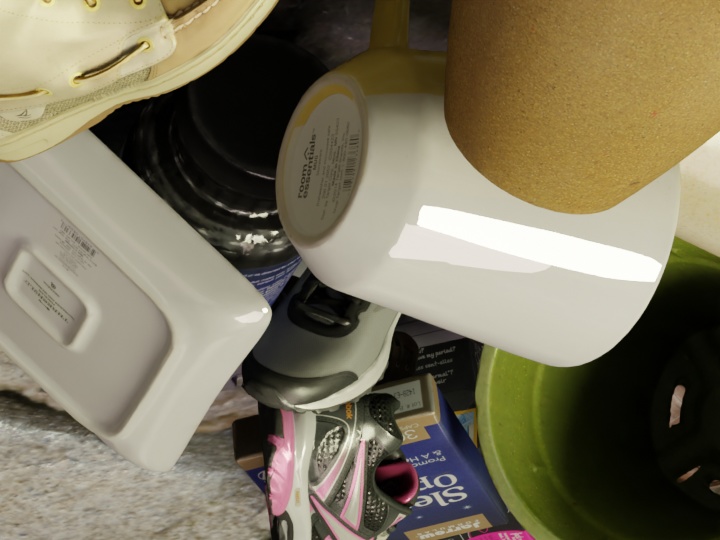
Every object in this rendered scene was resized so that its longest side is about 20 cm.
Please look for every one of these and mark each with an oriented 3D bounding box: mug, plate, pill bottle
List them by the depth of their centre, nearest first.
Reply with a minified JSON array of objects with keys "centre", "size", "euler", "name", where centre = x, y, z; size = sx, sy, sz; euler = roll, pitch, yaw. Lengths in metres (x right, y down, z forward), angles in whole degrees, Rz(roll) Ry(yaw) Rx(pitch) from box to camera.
[{"centre":[0.041,-0.051,1.180],"size":[0.153,0.187,0.149],"euler":[10,131,-30],"name":"mug"},{"centre":[-0.153,0.006,1.280],"size":[0.032,0.200,0.200],"euler":[-42,173,-36],"name":"plate"},{"centre":[-0.078,-0.033,1.288],"size":[0.112,0.112,0.200],"euler":[2,151,-22],"name":"pill bottle"}]

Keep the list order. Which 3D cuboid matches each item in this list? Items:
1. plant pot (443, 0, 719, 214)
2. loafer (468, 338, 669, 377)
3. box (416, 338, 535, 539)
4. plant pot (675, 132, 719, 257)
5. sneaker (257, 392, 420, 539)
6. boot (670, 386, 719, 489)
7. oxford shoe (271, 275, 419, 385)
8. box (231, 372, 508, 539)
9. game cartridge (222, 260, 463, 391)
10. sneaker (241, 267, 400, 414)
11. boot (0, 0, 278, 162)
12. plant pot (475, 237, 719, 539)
[{"centre":[0.113,-0.126,1.039],"size":[0.186,0.186,0.200],"euler":[5,135,-26],"name":"plant pot"},{"centre":[0.126,0.031,1.487],"size":[0.072,0.063,0.200],"euler":[-49,151,21],"name":"loafer"},{"centre":[0.040,0.135,1.647],"size":[0.132,0.115,0.200],"euler":[-14,151,11],"name":"box"},{"centre":[0.215,-0.074,1.245],"size":[0.183,0.201,0.200],"euler":[16,145,-20],"name":"plant pot"},{"centre":[-0.009,0.137,1.385],"size":[0.086,0.080,0.200],"euler":[-6,146,-3],"name":"sneaker"},{"centre":[0.271,0.073,1.668],"size":[0.200,0.064,0.186],"euler":[-33,147,31],"name":"boot"},{"centre":[-0.013,0.047,1.461],"size":[0.084,0.073,0.200],"euler":[-31,151,-2],"name":"oxford shoe"},{"centre":[0.014,0.129,1.482],"size":[0.121,0.032,0.200],"euler":[-15,150,12],"name":"box"},{"centre":[-0.009,0.016,1.493],"size":[0.200,0.038,0.130],"euler":[-12,149,6],"name":"game cartridge"},{"centre":[0.000,0.000,1.339],"size":[0.074,0.200,0.079],"euler":[22,142,28],"name":"sneaker"},{"centre":[-0.141,-0.138,1.114],"size":[0.200,0.073,0.155],"euler":[-27,143,22],"name":"boot"},{"centre":[0.194,0.081,1.430],"size":[0.200,0.200,0.190],"euler":[-21,164,22],"name":"plant pot"}]
